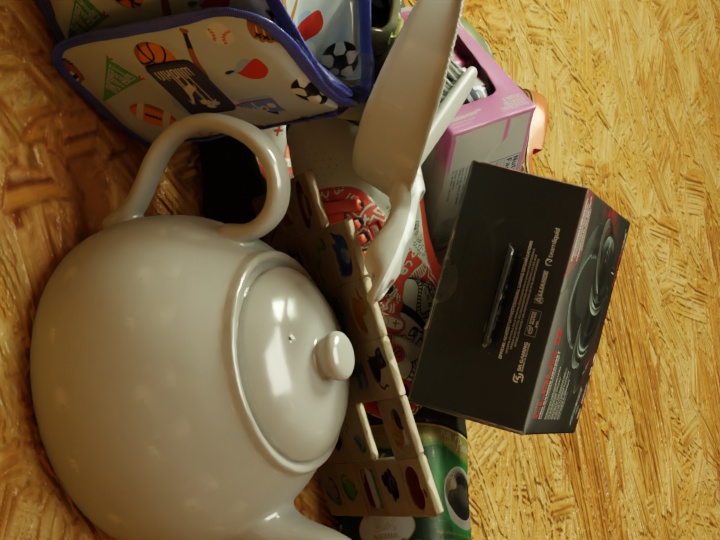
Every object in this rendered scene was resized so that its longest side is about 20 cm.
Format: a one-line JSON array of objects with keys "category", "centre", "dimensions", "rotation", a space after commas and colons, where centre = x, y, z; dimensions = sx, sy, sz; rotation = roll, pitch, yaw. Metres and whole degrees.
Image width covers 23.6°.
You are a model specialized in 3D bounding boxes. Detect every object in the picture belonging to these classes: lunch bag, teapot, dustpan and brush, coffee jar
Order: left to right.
[{"category": "lunch bag", "centre": [-0.093, -0.169, 0.947], "dimensions": [0.124, 0.170, 0.200], "rotation": [-39, 116, -47]}, {"category": "teapot", "centre": [-0.073, 0.051, 0.934], "dimensions": [0.200, 0.146, 0.198], "rotation": [53, 35, -40]}, {"category": "coffee jar", "centre": [0.029, 0.173, 1.154], "dimensions": [0.104, 0.085, 0.200], "rotation": [37, 48, -63]}, {"category": "dustpan and brush", "centre": [0.026, -0.065, 0.936], "dimensions": [0.200, 0.057, 0.140], "rotation": [-60, 171, -34]}]

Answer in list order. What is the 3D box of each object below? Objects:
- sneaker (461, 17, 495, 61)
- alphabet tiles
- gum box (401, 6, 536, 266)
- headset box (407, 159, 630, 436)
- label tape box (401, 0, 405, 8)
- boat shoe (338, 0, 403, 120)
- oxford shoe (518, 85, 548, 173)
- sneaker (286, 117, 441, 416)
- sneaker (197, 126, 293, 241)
[{"category": "sneaker", "centre": [0.088, -0.094, 1.271], "dimensions": [0.090, 0.067, 0.200], "rotation": [0, 75, -67]}, {"category": "alphabet tiles", "centre": [-0.016, 0.046, 0.993], "dimensions": [0.008, 0.167, 0.200], "rotation": [-17, 89, -22]}, {"category": "gum box", "centre": [0.044, -0.071, 1.148], "dimensions": [0.114, 0.066, 0.200], "rotation": [53, -30, 32]}, {"category": "headset box", "centre": [0.100, 0.021, 1.057], "dimensions": [0.200, 0.077, 0.149], "rotation": [19, 86, -74]}, {"category": "label tape box", "centre": [-0.038, -0.214, 1.208], "dimensions": [0.200, 0.066, 0.143], "rotation": [68, 28, -23]}, {"category": "boat shoe", "centre": [-0.010, -0.170, 1.048], "dimensions": [0.202, 0.072, 0.060], "rotation": [-97, -156, -50]}, {"category": "oxford shoe", "centre": [0.108, -0.074, 1.464], "dimensions": [0.072, 0.071, 0.200], "rotation": [23, 58, -26]}, {"category": "sneaker", "centre": [0.001, 0.000, 1.054], "dimensions": [0.108, 0.067, 0.201], "rotation": [-71, 146, -43]}, {"category": "sneaker", "centre": [-0.060, -0.103, 1.117], "dimensions": [0.108, 0.067, 0.202], "rotation": [5, 78, -64]}]
